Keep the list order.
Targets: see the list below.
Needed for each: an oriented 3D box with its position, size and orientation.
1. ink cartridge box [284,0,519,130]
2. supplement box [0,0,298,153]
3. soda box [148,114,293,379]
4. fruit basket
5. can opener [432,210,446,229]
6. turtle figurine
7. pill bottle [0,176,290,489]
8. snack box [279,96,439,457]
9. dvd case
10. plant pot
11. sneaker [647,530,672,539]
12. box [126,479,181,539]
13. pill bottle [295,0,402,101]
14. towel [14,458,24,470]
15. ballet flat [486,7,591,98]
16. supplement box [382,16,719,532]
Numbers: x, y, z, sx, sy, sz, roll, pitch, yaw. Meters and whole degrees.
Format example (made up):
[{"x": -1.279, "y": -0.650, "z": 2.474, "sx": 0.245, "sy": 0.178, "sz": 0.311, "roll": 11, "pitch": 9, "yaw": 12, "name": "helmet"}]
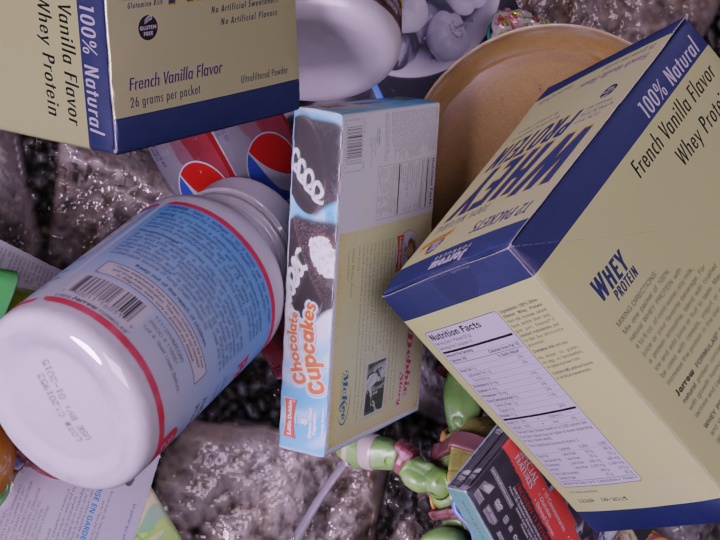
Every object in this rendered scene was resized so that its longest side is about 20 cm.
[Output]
[{"x": 0.035, "y": -0.111, "z": 0.990, "sx": 0.197, "sy": 0.043, "sz": 0.201, "roll": -31, "pitch": 104, "yaw": -17, "name": "ink cartridge box"}, {"x": -0.152, "y": -0.185, "z": 0.789, "sx": 0.134, "sy": 0.199, "sz": 0.202, "roll": -21, "pitch": 116, "yaw": -45, "name": "supplement box"}, {"x": -0.061, "y": -0.032, "z": 0.936, "sx": 0.063, "sy": 0.070, "sz": 0.201, "roll": -41, "pitch": 109, "yaw": -41, "name": "soda box"}, {"x": -0.206, "y": 0.083, "z": 0.850, "sx": 0.199, "sy": 0.093, "sz": 0.187, "roll": 30, "pitch": 65, "yaw": -34, "name": "fruit basket"}, {"x": 0.127, "y": -0.016, "z": 1.014, "sx": 0.198, "sy": 0.079, "sz": 0.064, "roll": 13, "pitch": 96, "yaw": -20, "name": "can opener"}, {"x": 0.054, "y": 0.122, "z": 0.997, "sx": 0.143, "sy": 0.200, "sz": 0.195, "roll": 21, "pitch": 65, "yaw": 2, "name": "turtle figurine"}, {"x": -0.111, "y": 0.025, "z": 0.822, "sx": 0.109, "sy": 0.108, "sz": 0.200, "roll": 61, "pitch": 39, "yaw": -13, "name": "pill bottle"}, {"x": 0.000, "y": 0.000, "z": 0.875, "sx": 0.116, "sy": 0.037, "sz": 0.202, "roll": -16, "pitch": 113, "yaw": -57, "name": "snack box"}, {"x": 0.145, "y": 0.123, "z": 0.919, "sx": 0.200, "sy": 0.022, "sz": 0.147, "roll": -46, "pitch": 119, "yaw": -30, "name": "dvd case"}, {"x": 0.123, "y": -0.060, "z": 0.948, "sx": 0.198, "sy": 0.028, "sz": 0.202, "roll": -1, "pitch": 104, "yaw": -2, "name": "plant pot"}, {"x": 0.200, "y": 0.215, "z": 1.048, "sx": 0.199, "sy": 0.090, "sz": 0.079, "roll": 23, "pitch": 87, "yaw": -19, "name": "sneaker"}, {"x": -0.222, "y": 0.126, "z": 0.913, "sx": 0.144, "sy": 0.036, "sz": 0.201, "roll": -33, "pitch": 105, "yaw": -15, "name": "box"}, {"x": -0.027, "y": -0.215, "z": 0.899, "sx": 0.108, "sy": 0.109, "sz": 0.202, "roll": 11, "pitch": 63, "yaw": -21, "name": "pill bottle"}, {"x": -0.218, "y": 0.197, "z": 0.889, "sx": 0.146, "sy": 0.024, "sz": 0.201, "roll": -36, "pitch": 104, "yaw": -15, "name": "towel"}, {"x": 0.165, "y": -0.104, "z": 0.984, "sx": 0.200, "sy": 0.064, "sz": 0.076, "roll": 51, "pitch": 40, "yaw": -17, "name": "ballet flat"}, {"x": 0.161, "y": 0.007, "z": 0.840, "sx": 0.200, "sy": 0.134, "sz": 0.200, "roll": 47, "pitch": 61, "yaw": -12, "name": "supplement box"}]
